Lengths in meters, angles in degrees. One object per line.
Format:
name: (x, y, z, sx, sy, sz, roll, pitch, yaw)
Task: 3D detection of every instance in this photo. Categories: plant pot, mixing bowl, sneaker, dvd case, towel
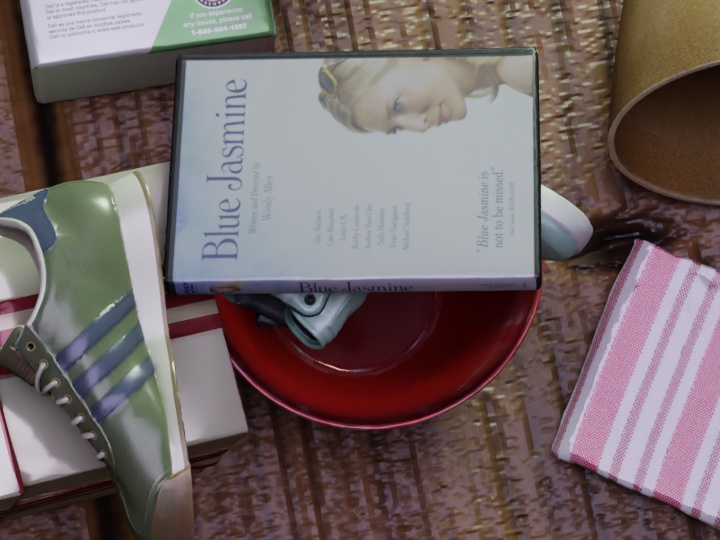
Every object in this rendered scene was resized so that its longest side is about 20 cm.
plant pot: (0.233, -0.168, 1.538, 0.186, 0.186, 0.200, 0, 65, -5)
mixing bowl: (0.000, 0.000, 1.505, 0.200, 0.108, 0.201, 1, 79, -5)
sneaker: (-0.142, 0.051, 1.334, 0.090, 0.067, 0.201, -7, 78, -12)
dvd case: (-0.003, -0.055, 1.387, 0.200, 0.018, 0.143, -1, 64, 4)
sneaker: (0.020, -0.003, 1.414, 0.200, 0.074, 0.118, 12, 71, 7)
towel: (0.228, 0.084, 1.552, 0.200, 0.030, 0.147, 23, 77, 2)

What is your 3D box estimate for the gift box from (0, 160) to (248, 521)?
gift box: (-0.187, 0.038, 1.451, 0.186, 0.185, 0.200, -14, 76, -17)

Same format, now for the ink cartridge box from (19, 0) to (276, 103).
ink cartridge box: (-0.138, -0.214, 1.549, 0.144, 0.084, 0.200, -9, 80, -7)
